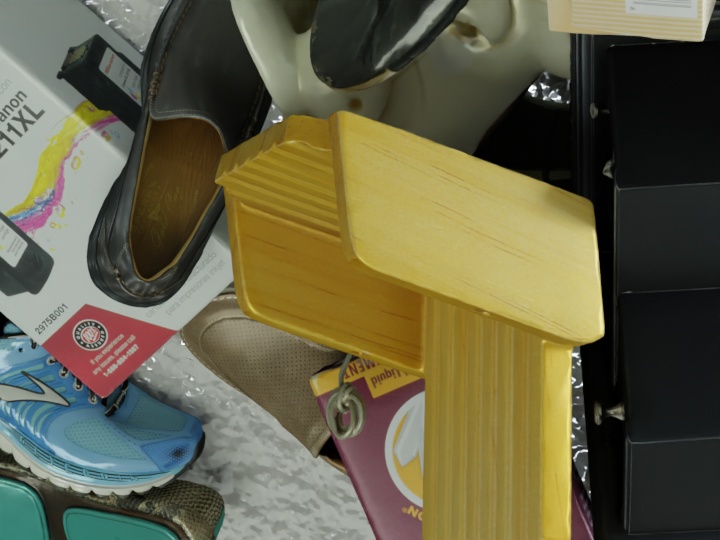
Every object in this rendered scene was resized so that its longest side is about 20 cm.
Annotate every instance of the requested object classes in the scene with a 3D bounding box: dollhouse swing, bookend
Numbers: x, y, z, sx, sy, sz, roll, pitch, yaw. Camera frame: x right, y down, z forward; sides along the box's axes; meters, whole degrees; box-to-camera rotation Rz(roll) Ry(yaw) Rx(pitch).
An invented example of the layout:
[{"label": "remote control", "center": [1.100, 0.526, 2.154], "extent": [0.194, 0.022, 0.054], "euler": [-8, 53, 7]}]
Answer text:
[{"label": "dollhouse swing", "center": [0.010, 0.046, 1.413], "extent": [0.181, 0.176, 0.200], "euler": [19, 169, -15]}, {"label": "bookend", "center": [0.148, 0.010, 1.383], "extent": [0.092, 0.200, 0.199], "euler": [-3, 146, 2]}]

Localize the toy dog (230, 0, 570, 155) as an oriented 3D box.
[{"label": "toy dog", "center": [0.062, -0.120, 1.458], "extent": [0.200, 0.140, 0.194], "euler": [-21, 96, 19]}]

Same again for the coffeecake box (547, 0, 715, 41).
[{"label": "coffeecake box", "center": [0.136, -0.218, 1.328], "extent": [0.073, 0.200, 0.154], "euler": [5, 125, 15]}]

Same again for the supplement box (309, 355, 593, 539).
[{"label": "supplement box", "center": [0.063, 0.125, 1.601], "extent": [0.110, 0.086, 0.200], "euler": [-23, 89, 6]}]

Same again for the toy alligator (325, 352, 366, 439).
[{"label": "toy alligator", "center": [0.000, 0.000, 1.570], "extent": [0.059, 0.200, 0.054], "euler": [-23, 151, 36]}]

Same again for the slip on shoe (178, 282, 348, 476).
[{"label": "slip on shoe", "center": [-0.017, 0.075, 1.677], "extent": [0.200, 0.061, 0.076], "euler": [33, 128, -4]}]

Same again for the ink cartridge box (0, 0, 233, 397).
[{"label": "ink cartridge box", "center": [-0.164, -0.050, 1.631], "extent": [0.200, 0.083, 0.146], "euler": [41, 127, -10]}]

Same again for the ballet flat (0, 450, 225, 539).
[{"label": "ballet flat", "center": [-0.172, 0.137, 1.769], "extent": [0.200, 0.075, 0.068], "euler": [8, 122, 20]}]

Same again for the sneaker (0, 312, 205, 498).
[{"label": "sneaker", "center": [-0.181, 0.062, 1.721], "extent": [0.200, 0.078, 0.090], "euler": [23, 118, -2]}]

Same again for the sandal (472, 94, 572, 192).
[{"label": "sandal", "center": [0.109, -0.053, 1.538], "extent": [0.200, 0.057, 0.080], "euler": [0, 81, 15]}]

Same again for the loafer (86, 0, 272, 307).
[{"label": "loafer", "center": [-0.081, -0.076, 1.532], "extent": [0.073, 0.072, 0.200], "euler": [17, 87, -13]}]

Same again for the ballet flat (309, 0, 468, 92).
[{"label": "ballet flat", "center": [0.046, -0.164, 1.377], "extent": [0.066, 0.057, 0.200], "euler": [40, 101, 18]}]
